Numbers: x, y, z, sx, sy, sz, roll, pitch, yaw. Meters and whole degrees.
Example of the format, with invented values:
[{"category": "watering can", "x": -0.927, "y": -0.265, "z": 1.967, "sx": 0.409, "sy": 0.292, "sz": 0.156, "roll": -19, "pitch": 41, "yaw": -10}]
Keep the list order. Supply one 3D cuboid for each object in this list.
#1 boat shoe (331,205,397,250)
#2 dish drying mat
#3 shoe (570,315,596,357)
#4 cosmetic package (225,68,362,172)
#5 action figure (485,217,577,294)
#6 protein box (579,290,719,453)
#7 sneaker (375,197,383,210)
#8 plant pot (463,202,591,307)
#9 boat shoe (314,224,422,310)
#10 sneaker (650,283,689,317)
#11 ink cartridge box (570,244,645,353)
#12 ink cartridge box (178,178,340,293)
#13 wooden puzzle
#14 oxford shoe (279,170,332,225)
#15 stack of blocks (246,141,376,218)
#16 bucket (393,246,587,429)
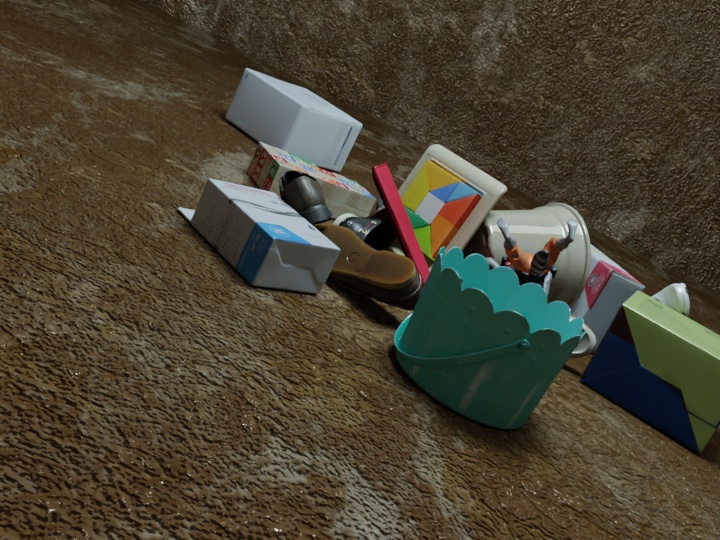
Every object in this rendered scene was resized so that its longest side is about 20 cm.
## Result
[{"category": "boat shoe", "x": 0.026, "y": -0.057, "z": 1.318, "sx": 0.063, "sy": 0.074, "sz": 0.201, "roll": 32, "pitch": 22, "yaw": 23}, {"category": "dish drying mat", "x": 0.065, "y": -0.070, "z": 1.298, "sx": 0.202, "sy": 0.018, "sz": 0.077, "roll": 67, "pitch": 18, "yaw": -5}, {"category": "shoe", "x": 0.259, "y": 0.087, "z": 1.252, "sx": 0.198, "sy": 0.071, "sz": 0.053, "roll": 19, "pitch": 13, "yaw": 3}, {"category": "cosmetic package", "x": -0.143, "y": -0.319, "z": 1.780, "sx": 0.199, "sy": 0.124, "sz": 0.199, "roll": 38, "pitch": 18, "yaw": 33}, {"category": "action figure", "x": 0.232, "y": 0.009, "z": 1.277, "sx": 0.198, "sy": 0.195, "sz": 0.105, "roll": -10, "pitch": 47, "yaw": -11}, {"category": "protein box", "x": 0.469, "y": 0.146, "z": 1.276, "sx": 0.198, "sy": 0.136, "sz": 0.200, "roll": 32, "pitch": 17, "yaw": 19}, {"category": "sneaker", "x": 0.092, "y": -0.096, "z": 1.586, "sx": 0.199, "sy": 0.076, "sz": 0.079, "roll": 21, "pitch": 1, "yaw": -42}, {"category": "plant pot", "x": 0.259, "y": -0.025, "z": 1.430, "sx": 0.182, "sy": 0.202, "sz": 0.201, "roll": 5, "pitch": 24, "yaw": -26}, {"category": "boat shoe", "x": 0.000, "y": 0.000, "z": 1.117, "sx": 0.199, "sy": 0.070, "sz": 0.071, "roll": 28, "pitch": -24, "yaw": 38}, {"category": "sneaker", "x": 0.484, "y": 0.090, "z": 1.422, "sx": 0.080, "sy": 0.201, "sz": 0.076, "roll": 12, "pitch": 49, "yaw": -16}, {"category": "ink cartridge box", "x": 0.392, "y": 0.035, "z": 1.482, "sx": 0.083, "sy": 0.146, "sz": 0.200, "roll": 21, "pitch": 17, "yaw": -21}, {"category": "ink cartridge box", "x": -0.133, "y": -0.054, "z": 1.055, "sx": 0.115, "sy": 0.067, "sz": 0.200, "roll": 8, "pitch": 24, "yaw": -47}, {"category": "wooden puzzle", "x": 0.122, "y": -0.103, "z": 1.397, "sx": 0.185, "sy": 0.201, "sz": 0.037, "roll": 40, "pitch": 2, "yaw": 40}, {"category": "oxford shoe", "x": -0.082, "y": -0.102, "z": 1.186, "sx": 0.072, "sy": 0.085, "sz": 0.200, "roll": -19, "pitch": 2, "yaw": -11}, {"category": "stack of blocks", "x": -0.086, "y": -0.148, "z": 1.449, "sx": 0.199, "sy": 0.059, "sz": 0.115, "roll": 17, "pitch": 18, "yaw": -33}, {"category": "bucket", "x": 0.145, "y": 0.077, "z": 0.967, "sx": 0.206, "sy": 0.136, "sz": 0.207, "roll": 25, "pitch": 15, "yaw": -7}]
